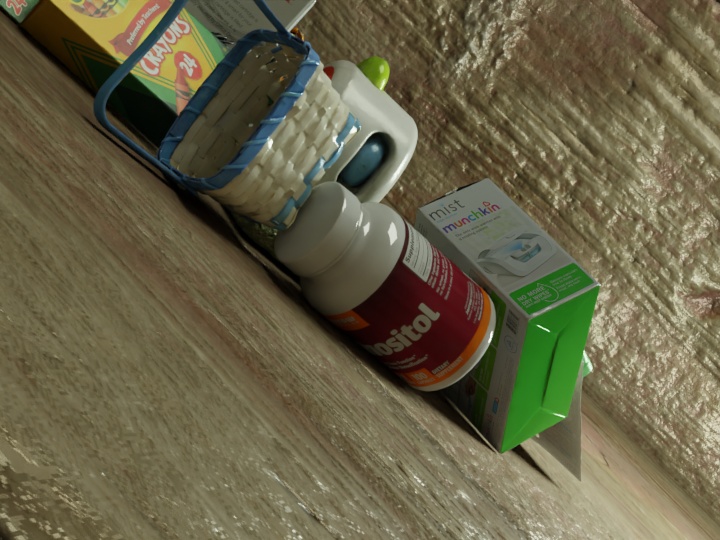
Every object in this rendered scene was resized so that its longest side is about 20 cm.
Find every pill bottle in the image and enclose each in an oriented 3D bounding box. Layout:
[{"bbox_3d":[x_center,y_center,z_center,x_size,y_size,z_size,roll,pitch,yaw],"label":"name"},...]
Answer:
[{"bbox_3d":[0.020,0.013,1.388,0.200,0.113,0.113,40,7,-30],"label":"pill bottle"}]

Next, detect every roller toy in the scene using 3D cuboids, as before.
[{"bbox_3d":[-0.031,-0.134,1.792,0.140,0.200,0.183,41,39,-18],"label":"roller toy"}]

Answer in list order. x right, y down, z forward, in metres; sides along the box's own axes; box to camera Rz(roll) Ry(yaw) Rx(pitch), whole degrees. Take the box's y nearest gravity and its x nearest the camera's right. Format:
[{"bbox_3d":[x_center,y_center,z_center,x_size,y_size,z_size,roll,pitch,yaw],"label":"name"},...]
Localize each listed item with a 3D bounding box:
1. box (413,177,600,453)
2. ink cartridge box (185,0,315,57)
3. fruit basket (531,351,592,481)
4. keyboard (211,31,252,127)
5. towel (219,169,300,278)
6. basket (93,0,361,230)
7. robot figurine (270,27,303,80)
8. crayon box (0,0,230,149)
[{"bbox_3d":[0.129,0.046,1.535,0.177,0.097,0.200,47,-32,34],"label":"box"},{"bbox_3d":[-0.165,-0.265,1.661,0.145,0.200,0.083,43,-1,-5],"label":"ink cartridge box"},{"bbox_3d":[0.186,0.113,1.707,0.185,0.094,0.200,40,-24,39],"label":"fruit basket"},{"bbox_3d":[-0.167,-0.199,1.553,0.200,0.021,0.127,4,54,-43],"label":"keyboard"},{"bbox_3d":[-0.078,-0.043,1.504,0.148,0.036,0.200,40,7,-28],"label":"towel"},{"bbox_3d":[-0.113,-0.140,1.329,0.139,0.176,0.200,25,-18,50],"label":"basket"},{"bbox_3d":[-0.104,-0.232,2.010,0.058,0.201,0.145,5,8,-2],"label":"robot figurine"},{"bbox_3d":[-0.225,-0.223,1.431,0.200,0.051,0.127,41,41,-16],"label":"crayon box"}]
